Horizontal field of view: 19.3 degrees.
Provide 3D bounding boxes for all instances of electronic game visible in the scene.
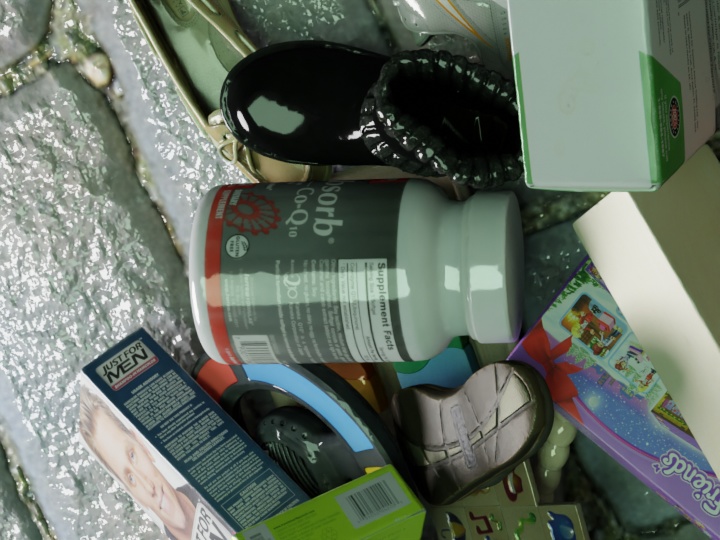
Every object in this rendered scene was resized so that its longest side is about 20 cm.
[{"bbox_3d":[-0.040,0.129,1.444,0.199,0.042,0.201,29,141,26],"label":"electronic game"}]

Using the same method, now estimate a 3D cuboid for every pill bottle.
[{"bbox_3d":[0.000,0.000,1.338,0.198,0.116,0.117,-2,108,12],"label":"pill bottle"}]

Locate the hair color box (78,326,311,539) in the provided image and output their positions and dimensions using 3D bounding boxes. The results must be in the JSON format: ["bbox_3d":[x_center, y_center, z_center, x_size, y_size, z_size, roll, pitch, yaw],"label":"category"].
[{"bbox_3d":[-0.110,0.145,1.459,0.200,0.060,0.100,44,150,21],"label":"hair color box"}]

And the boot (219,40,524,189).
[{"bbox_3d":[0.009,-0.098,1.289,0.209,0.158,0.080,5,95,5],"label":"boot"}]

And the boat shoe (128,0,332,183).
[{"bbox_3d":[-0.092,-0.128,1.392,0.073,0.063,0.202,-30,90,23],"label":"boat shoe"}]

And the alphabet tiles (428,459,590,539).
[{"bbox_3d":[0.099,0.219,1.407,0.166,0.008,0.202,-8,100,47],"label":"alphabet tiles"}]

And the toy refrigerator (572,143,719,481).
[{"bbox_3d":[0.214,0.035,1.258,0.201,0.076,0.070,60,147,8],"label":"toy refrigerator"}]

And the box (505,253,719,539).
[{"bbox_3d":[0.207,0.068,1.317,0.200,0.039,0.137,40,85,6],"label":"box"}]

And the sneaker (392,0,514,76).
[{"bbox_3d":[0.034,-0.192,1.319,0.199,0.076,0.092,37,123,9],"label":"sneaker"}]

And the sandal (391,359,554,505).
[{"bbox_3d":[0.077,0.097,1.343,0.200,0.054,0.082,-37,65,60],"label":"sandal"}]

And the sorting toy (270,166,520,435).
[{"bbox_3d":[0.003,0.025,1.428,0.199,0.036,0.187,-14,102,27],"label":"sorting toy"}]

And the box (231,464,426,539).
[{"bbox_3d":[-0.027,0.222,1.391,0.048,0.121,0.201,52,152,32],"label":"box"}]

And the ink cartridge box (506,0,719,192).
[{"bbox_3d":[0.158,-0.143,1.209,0.082,0.200,0.148,1,108,26],"label":"ink cartridge box"}]

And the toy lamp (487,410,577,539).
[{"bbox_3d":[0.124,0.132,1.403,0.058,0.058,0.202,21,116,15],"label":"toy lamp"}]
